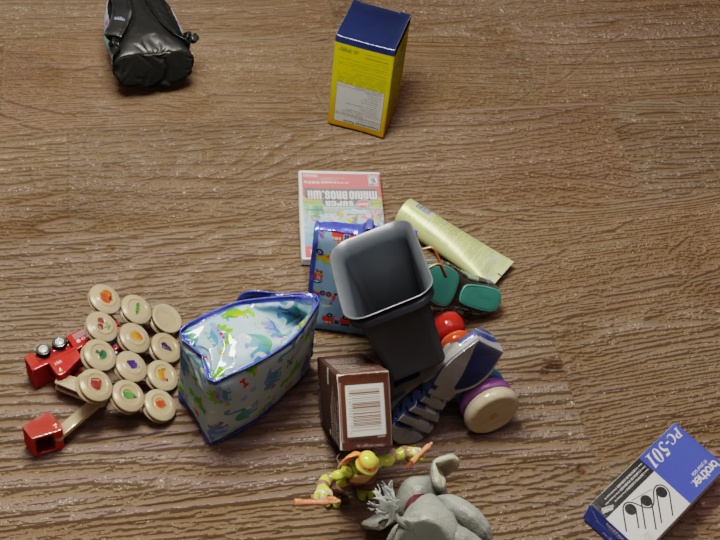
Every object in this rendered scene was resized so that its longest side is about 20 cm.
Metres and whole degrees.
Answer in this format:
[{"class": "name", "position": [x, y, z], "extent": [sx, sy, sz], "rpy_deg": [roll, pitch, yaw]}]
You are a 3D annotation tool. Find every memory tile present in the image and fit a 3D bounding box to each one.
[{"class": "memory tile", "position": [-0.326, 0.116, 1.555], "extent": [0.153, 0.017, 0.201], "rpy_deg": [24, 43, -30]}]

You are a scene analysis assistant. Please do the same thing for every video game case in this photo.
[{"class": "video game case", "position": [-0.031, -0.089, 1.812], "extent": [0.142, 0.018, 0.201], "rpy_deg": [1, 50, -7]}]

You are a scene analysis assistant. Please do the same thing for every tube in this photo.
[{"class": "tube", "position": [0.148, -0.044, 1.779], "extent": [0.199, 0.052, 0.058], "rpy_deg": [33, 95, 16]}]

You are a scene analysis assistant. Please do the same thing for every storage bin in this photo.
[{"class": "storage bin", "position": [0.054, 0.043, 1.491], "extent": [0.145, 0.135, 0.200], "rpy_deg": [-21, 33, 3]}]

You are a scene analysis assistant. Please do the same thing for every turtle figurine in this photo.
[{"class": "turtle figurine", "position": [-0.011, 0.265, 1.416], "extent": [0.199, 0.161, 0.065], "rpy_deg": [-22, 73, -22]}]

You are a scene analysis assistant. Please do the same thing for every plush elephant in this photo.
[{"class": "plush elephant", "position": [0.089, 0.329, 1.401], "extent": [0.201, 0.164, 0.155], "rpy_deg": [53, 16, -4]}]

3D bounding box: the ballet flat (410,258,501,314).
[{"class": "ballet flat", "position": [0.130, 0.023, 1.659], "extent": [0.199, 0.074, 0.075], "rpy_deg": [23, 35, -43]}]

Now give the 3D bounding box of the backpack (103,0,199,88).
[{"class": "backpack", "position": [-0.399, -0.422, 1.979], "extent": [0.166, 0.127, 0.201], "rpy_deg": [-5, 49, -26]}]

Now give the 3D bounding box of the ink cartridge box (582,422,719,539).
[{"class": "ink cartridge box", "position": [0.409, 0.307, 1.512], "extent": [0.199, 0.044, 0.094], "rpy_deg": [-34, 63, -30]}]

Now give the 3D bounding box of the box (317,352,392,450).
[{"class": "box", "position": [-0.011, 0.172, 1.466], "extent": [0.074, 0.200, 0.101], "rpy_deg": [-3, 92, -8]}]

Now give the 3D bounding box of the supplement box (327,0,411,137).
[{"class": "supplement box", "position": [0.014, -0.353, 1.919], "extent": [0.108, 0.201, 0.110], "rpy_deg": [16, 50, 7]}]

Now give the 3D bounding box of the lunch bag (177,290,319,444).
[{"class": "lunch bag", "position": [-0.149, 0.121, 1.519], "extent": [0.199, 0.171, 0.128], "rpy_deg": [-23, 61, -24]}]

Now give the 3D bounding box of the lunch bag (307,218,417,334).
[{"class": "lunch bag", "position": [0.000, 0.000, 1.619], "extent": [0.149, 0.201, 0.095], "rpy_deg": [7, 50, -1]}]

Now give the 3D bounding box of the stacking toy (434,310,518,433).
[{"class": "stacking toy", "position": [0.154, 0.139, 1.608], "extent": [0.085, 0.086, 0.201], "rpy_deg": [-13, 46, -17]}]

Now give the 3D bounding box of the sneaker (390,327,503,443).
[{"class": "sneaker", "position": [0.097, 0.139, 1.550], "extent": [0.080, 0.199, 0.115], "rpy_deg": [31, 19, -40]}]

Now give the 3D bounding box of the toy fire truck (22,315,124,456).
[{"class": "toy fire truck", "position": [-0.401, 0.158, 1.538], "extent": [0.199, 0.049, 0.141], "rpy_deg": [-27, 59, -28]}]
